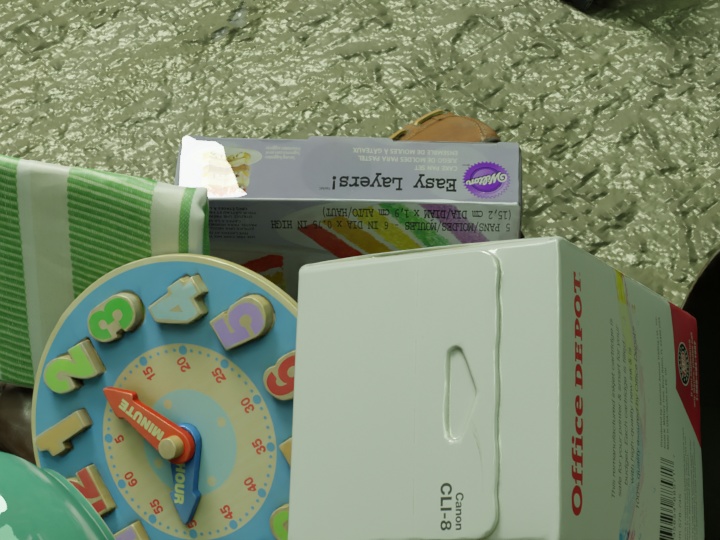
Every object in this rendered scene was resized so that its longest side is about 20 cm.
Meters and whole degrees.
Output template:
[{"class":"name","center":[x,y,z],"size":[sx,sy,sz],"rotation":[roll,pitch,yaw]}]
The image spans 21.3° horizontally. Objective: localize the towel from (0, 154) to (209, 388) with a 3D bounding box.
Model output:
[{"class":"towel","center":[-0.177,0.004,1.063],"size":[0.199,0.153,0.023],"rotation":[10,32,14]}]

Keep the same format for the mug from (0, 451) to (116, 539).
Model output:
[{"class":"mug","center":[-0.195,0.159,0.992],"size":[0.114,0.152,0.185],"rotation":[-34,70,-24]}]

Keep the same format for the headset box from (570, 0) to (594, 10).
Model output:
[{"class":"headset box","center":[0.154,-0.311,1.384],"size":[0.200,0.093,0.174],"rotation":[40,58,5]}]

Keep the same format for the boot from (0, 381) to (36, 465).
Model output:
[{"class":"boot","center":[-0.143,0.059,1.134],"size":[0.200,0.064,0.186],"rotation":[31,71,28]}]

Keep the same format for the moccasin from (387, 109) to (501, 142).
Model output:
[{"class":"moccasin","center":[-0.002,-0.045,1.213],"size":[0.201,0.074,0.078],"rotation":[-36,49,-22]}]

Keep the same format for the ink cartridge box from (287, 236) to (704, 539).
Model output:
[{"class":"ink cartridge box","center":[0.073,0.078,0.961],"size":[0.144,0.200,0.146],"rotation":[-6,74,27]}]

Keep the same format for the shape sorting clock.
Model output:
[{"class":"shape sorting clock","center":[-0.092,0.091,1.017],"size":[0.200,0.200,0.039],"rotation":[26,21,22]}]

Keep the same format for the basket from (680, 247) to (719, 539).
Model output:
[{"class":"basket","center":[0.282,0.074,1.036],"size":[0.200,0.181,0.136],"rotation":[8,21,-24]}]

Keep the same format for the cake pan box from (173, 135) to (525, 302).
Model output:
[{"class":"cake pan box","center":[0.000,0.000,1.103],"size":[0.199,0.184,0.052],"rotation":[2,54,2]}]
